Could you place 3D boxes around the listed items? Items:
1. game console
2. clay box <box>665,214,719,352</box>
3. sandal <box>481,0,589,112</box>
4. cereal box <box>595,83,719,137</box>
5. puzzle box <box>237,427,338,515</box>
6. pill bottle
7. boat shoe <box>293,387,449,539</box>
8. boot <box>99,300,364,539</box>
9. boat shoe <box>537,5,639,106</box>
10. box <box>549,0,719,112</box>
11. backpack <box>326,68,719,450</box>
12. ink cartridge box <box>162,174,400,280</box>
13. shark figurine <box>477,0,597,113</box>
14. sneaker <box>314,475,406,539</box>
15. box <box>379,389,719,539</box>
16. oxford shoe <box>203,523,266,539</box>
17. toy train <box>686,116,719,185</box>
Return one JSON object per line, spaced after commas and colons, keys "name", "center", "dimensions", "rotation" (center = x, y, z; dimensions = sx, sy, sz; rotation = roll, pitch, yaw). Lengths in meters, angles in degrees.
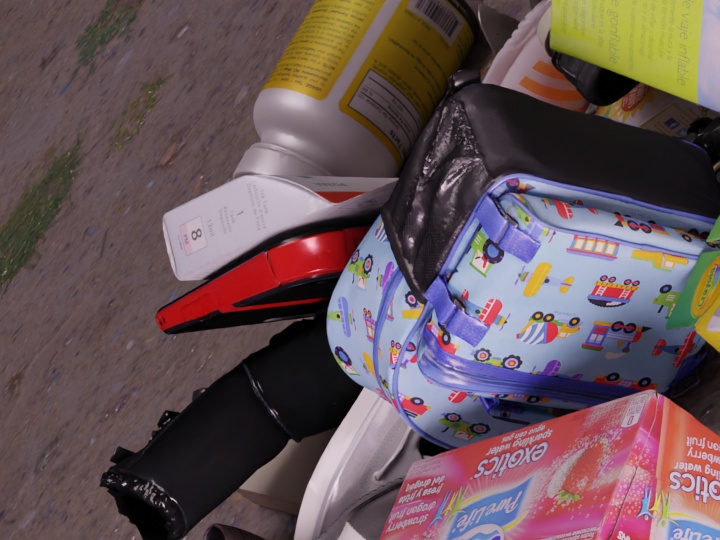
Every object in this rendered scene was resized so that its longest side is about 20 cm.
{"name": "game console", "center": [0.000, 0.000, 1.657], "dimensions": [0.177, 0.200, 0.031], "rotation": [-21, 78, 55]}
{"name": "clay box", "center": [0.238, -0.006, 1.278], "dimensions": [0.200, 0.048, 0.115], "rotation": [0, 55, 56]}
{"name": "sandal", "center": [0.108, -0.105, 1.673], "dimensions": [0.079, 0.059, 0.207], "rotation": [-35, -13, -45]}
{"name": "cereal box", "center": [0.218, -0.147, 1.596], "dimensions": [0.200, 0.040, 0.144], "rotation": [-35, 27, 40]}
{"name": "puzzle box", "center": [-0.003, 0.093, 1.709], "dimensions": [0.133, 0.025, 0.200], "rotation": [-57, 21, -12]}
{"name": "pill bottle", "center": [-0.004, -0.126, 1.942], "dimensions": [0.200, 0.112, 0.112], "rotation": [-59, 21, -17]}
{"name": "boat shoe", "center": [0.031, 0.107, 1.559], "dimensions": [0.069, 0.072, 0.200], "rotation": [30, 90, 40]}
{"name": "boot", "center": [-0.064, 0.093, 1.639], "dimensions": [0.162, 0.073, 0.198], "rotation": [-38, 9, -20]}
{"name": "boat shoe", "center": [0.191, -0.160, 1.528], "dimensions": [0.199, 0.075, 0.066], "rotation": [-32, 53, 14]}
{"name": "box", "center": [0.191, -0.139, 1.425], "dimensions": [0.200, 0.122, 0.048], "rotation": [24, 46, 29]}
{"name": "backpack", "center": [0.085, 0.020, 1.431], "dimensions": [0.200, 0.182, 0.135], "rotation": [-58, 33, 29]}
{"name": "ink cartridge box", "center": [0.009, -0.045, 1.620], "dimensions": [0.200, 0.162, 0.057], "rotation": [-28, 73, 37]}
{"name": "shark figurine", "center": [0.104, -0.151, 1.789], "dimensions": [0.128, 0.089, 0.215], "rotation": [-34, 29, 39]}
{"name": "sneaker", "center": [0.006, 0.180, 1.498], "dimensions": [0.200, 0.074, 0.089], "rotation": [-39, 58, 24]}
{"name": "box", "center": [0.098, 0.137, 1.310], "dimensions": [0.200, 0.100, 0.096], "rotation": [-22, 36, 54]}
{"name": "oxford shoe", "center": [-0.085, 0.232, 1.592], "dimensions": [0.071, 0.073, 0.200], "rotation": [-38, 25, 35]}
{"name": "toy train", "center": [0.184, -0.050, 1.507], "dimensions": [0.200, 0.046, 0.034], "rotation": [-45, 16, 15]}
